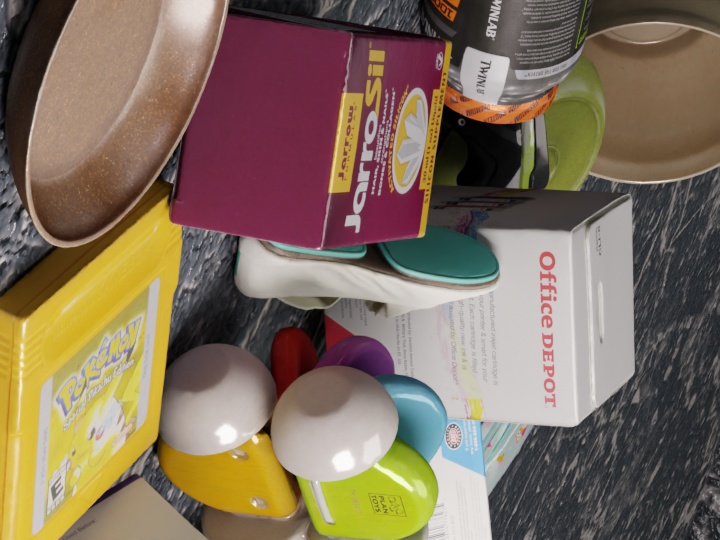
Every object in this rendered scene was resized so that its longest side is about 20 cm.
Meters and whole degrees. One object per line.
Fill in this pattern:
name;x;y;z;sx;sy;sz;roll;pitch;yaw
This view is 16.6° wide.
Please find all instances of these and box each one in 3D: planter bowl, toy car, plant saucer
planter bowl;0.246;-0.190;2.125;0.201;0.198;0.136;93;0;-50
toy car;-0.030;0.108;1.639;0.150;0.198;0.176;-60;147;-37
plant saucer;-0.132;-0.111;1.299;0.201;0.036;0.201;-57;161;-31
plant saucer;0.134;-0.087;2.028;0.199;0.031;0.201;-31;144;-26

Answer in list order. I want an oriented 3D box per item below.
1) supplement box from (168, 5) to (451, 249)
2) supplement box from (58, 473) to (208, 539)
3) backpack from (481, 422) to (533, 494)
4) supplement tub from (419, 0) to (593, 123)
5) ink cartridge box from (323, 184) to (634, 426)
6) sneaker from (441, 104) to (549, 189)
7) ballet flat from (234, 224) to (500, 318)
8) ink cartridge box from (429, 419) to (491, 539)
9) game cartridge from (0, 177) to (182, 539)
supplement box;-0.026;-0.088;1.498;0.200;0.102;0.132;-12;111;-70
supplement box;-0.147;0.247;1.560;0.101;0.103;0.201;-30;142;-30
backpack;0.082;0.124;2.113;0.201;0.126;0.167;-57;164;-19
supplement tub;0.108;-0.211;1.746;0.123;0.122;0.201;-48;155;-45
ink cartridge box;0.090;0.022;1.811;0.144;0.198;0.147;-28;119;-62
sneaker;0.096;-0.135;1.897;0.072;0.082;0.202;-114;-166;-65
ballet flat;0.000;0.000;1.683;0.199;0.069;0.070;7;112;-30
ink cartridge box;-0.006;0.165;1.807;0.199;0.068;0.116;-9;97;-31
game cartridge;-0.163;0.061;1.447;0.176;0.032;0.201;-46;155;-48
